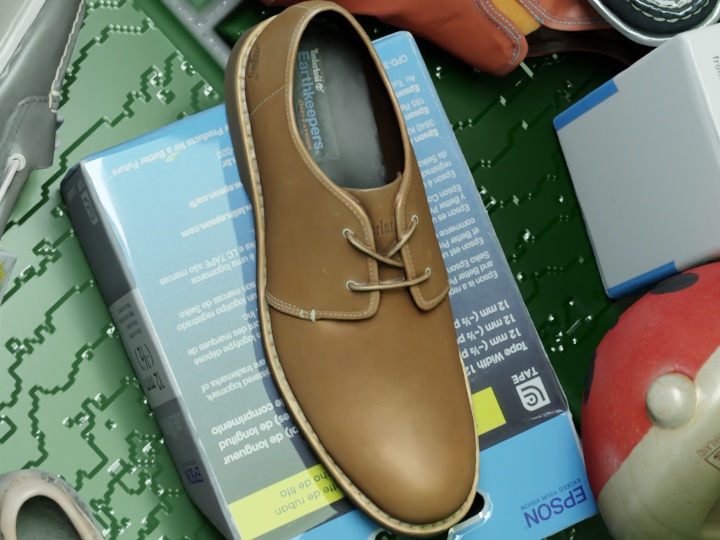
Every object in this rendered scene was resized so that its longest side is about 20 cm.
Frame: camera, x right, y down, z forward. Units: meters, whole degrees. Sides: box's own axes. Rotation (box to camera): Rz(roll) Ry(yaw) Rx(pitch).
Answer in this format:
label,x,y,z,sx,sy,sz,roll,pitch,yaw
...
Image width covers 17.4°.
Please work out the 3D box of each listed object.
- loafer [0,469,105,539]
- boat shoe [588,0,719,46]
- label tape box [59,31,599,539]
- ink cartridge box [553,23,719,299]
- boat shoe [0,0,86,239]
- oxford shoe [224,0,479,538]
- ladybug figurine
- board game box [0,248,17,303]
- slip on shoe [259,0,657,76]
label,x,y,z,sx,sy,sz,roll,pitch,yaw
loafer,-0.088,0.165,0.862,0.072,0.063,0.201,-29,90,-18
boat shoe,0.089,-0.183,0.883,0.075,0.060,0.201,-22,84,0
label tape box,-0.012,0.028,0.908,0.143,0.066,0.201,-23,91,-18
ink cartridge box,0.199,-0.063,0.940,0.199,0.146,0.085,-17,84,-18
boat shoe,-0.151,-0.023,0.879,0.057,0.067,0.201,36,78,-24
oxford shoe,0.000,0.000,0.845,0.071,0.071,0.201,-18,89,-19
ladybug figurine,0.139,0.047,0.896,0.136,0.200,0.072,-47,69,9
board game box,-0.228,0.025,0.794,0.199,0.034,0.135,20,94,16
slip on shoe,0.049,-0.110,0.946,0.198,0.074,0.062,2,84,-21
